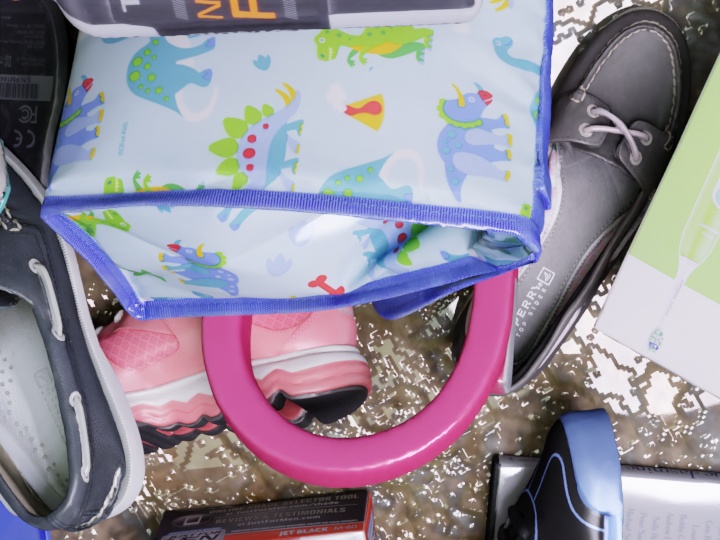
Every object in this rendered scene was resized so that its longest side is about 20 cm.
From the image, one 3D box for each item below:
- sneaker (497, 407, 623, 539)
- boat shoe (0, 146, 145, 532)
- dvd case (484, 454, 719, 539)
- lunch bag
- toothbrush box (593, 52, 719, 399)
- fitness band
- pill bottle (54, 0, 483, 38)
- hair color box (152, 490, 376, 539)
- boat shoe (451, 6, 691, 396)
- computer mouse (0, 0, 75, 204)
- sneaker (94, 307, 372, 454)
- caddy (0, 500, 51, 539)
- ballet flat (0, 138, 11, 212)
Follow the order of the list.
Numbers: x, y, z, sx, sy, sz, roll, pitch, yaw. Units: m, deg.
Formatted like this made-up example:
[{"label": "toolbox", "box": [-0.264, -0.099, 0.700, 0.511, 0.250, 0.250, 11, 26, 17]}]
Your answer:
[{"label": "sneaker", "box": [0.079, 0.162, 0.856, 0.077, 0.070, 0.202, 4, 103, -5]}, {"label": "boat shoe", "box": [-0.159, 0.020, 0.783, 0.075, 0.060, 0.201, -35, 80, 16]}, {"label": "dvd case", "box": [0.159, 0.172, 0.900, 0.198, 0.018, 0.144, 4, 101, 0]}, {"label": "lunch bag", "box": [-0.015, -0.076, 0.753, 0.198, 0.128, 0.171, -5, 63, 19]}, {"label": "toothbrush box", "box": [0.213, -0.034, 0.778, 0.145, 0.086, 0.201, 28, 116, 15]}, {"label": "fitness band", "box": [0.000, 0.000, 0.805, 0.142, 0.037, 0.202, 0, 66, 8]}, {"label": "pill bottle", "box": [-0.054, -0.142, 0.667, 0.198, 0.106, 0.107, -3, 102, 1]}, {"label": "hair color box", "box": [-0.038, 0.220, 0.894, 0.110, 0.064, 0.202, -6, 101, 4]}, {"label": "boat shoe", "box": [0.103, -0.027, 0.839, 0.066, 0.057, 0.201, 25, 102, -4]}, {"label": "computer mouse", "box": [-0.191, -0.036, 0.851, 0.139, 0.046, 0.202, -1, 90, 21]}, {"label": "sneaker", "box": [-0.092, 0.039, 0.865, 0.198, 0.074, 0.088, -9, 72, 10]}, {"label": "caddy", "box": [-0.222, 0.140, 0.854, 0.140, 0.105, 0.201, 5, 123, 9]}, {"label": "ballet flat", "box": [-0.238, 0.001, 0.755, 0.199, 0.072, 0.072, -35, 99, 14]}]
